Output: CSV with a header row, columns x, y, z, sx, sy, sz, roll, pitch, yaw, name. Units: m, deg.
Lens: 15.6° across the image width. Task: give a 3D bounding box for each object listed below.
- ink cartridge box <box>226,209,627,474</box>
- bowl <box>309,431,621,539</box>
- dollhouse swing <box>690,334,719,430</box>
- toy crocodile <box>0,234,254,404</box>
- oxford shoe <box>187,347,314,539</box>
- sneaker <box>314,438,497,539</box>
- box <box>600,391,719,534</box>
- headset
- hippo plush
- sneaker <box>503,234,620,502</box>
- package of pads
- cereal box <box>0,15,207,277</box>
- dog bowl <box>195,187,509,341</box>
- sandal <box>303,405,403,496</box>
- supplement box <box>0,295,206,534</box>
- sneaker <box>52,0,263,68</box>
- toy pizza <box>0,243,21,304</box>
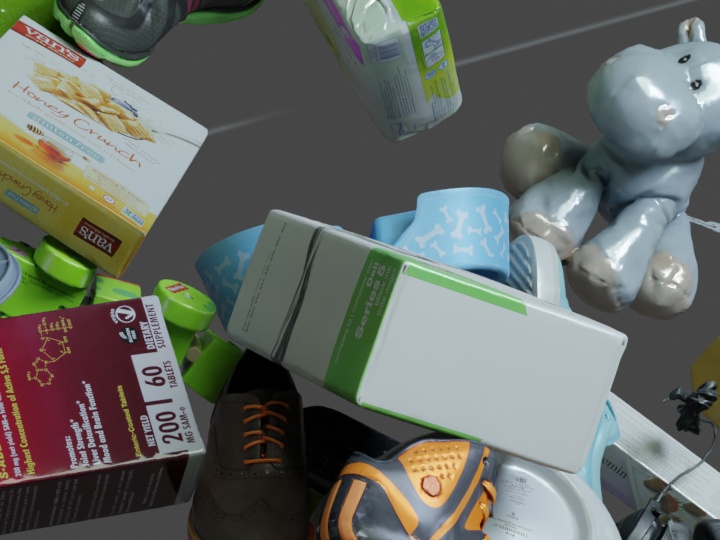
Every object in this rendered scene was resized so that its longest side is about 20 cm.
x,y,z,sx,sy,sz,roll,pitch,yaw,name
0.032,0.036,1.462,0.145,0.084,0.200,18,2,-25,ink cartridge box
0.073,0.162,1.472,0.200,0.091,0.202,11,51,-14,bowl
0.355,0.072,1.732,0.181,0.200,0.176,-19,65,-40,dollhouse swing
-0.154,0.025,1.555,0.199,0.068,0.062,22,15,-15,toy crocodile
-0.062,0.108,1.486,0.071,0.073,0.200,2,26,-6,oxford shoe
0.066,0.155,1.369,0.200,0.077,0.112,36,49,-26,sneaker
0.184,0.127,1.696,0.200,0.039,0.041,36,43,-1,box
0.206,0.174,1.617,0.123,0.094,0.201,6,65,-6,headset
0.209,-0.071,1.786,0.199,0.161,0.160,-4,56,-33,hippo plush
0.121,0.080,1.645,0.082,0.074,0.201,5,84,-31,sneaker
-0.005,-0.201,1.774,0.068,0.155,0.201,-26,65,-3,package of pads
-0.177,-0.080,1.594,0.144,0.040,0.200,32,22,-5,cereal box
0.000,0.000,1.616,0.199,0.112,0.050,-10,74,-8,dog bowl
0.038,0.147,1.587,0.199,0.045,0.075,28,43,17,sandal
-0.197,0.085,1.451,0.199,0.061,0.109,-9,59,-20,supplement box
-0.128,-0.195,1.730,0.077,0.084,0.200,43,40,13,sneaker
-0.285,0.017,1.440,0.199,0.032,0.200,-2,20,1,toy pizza
